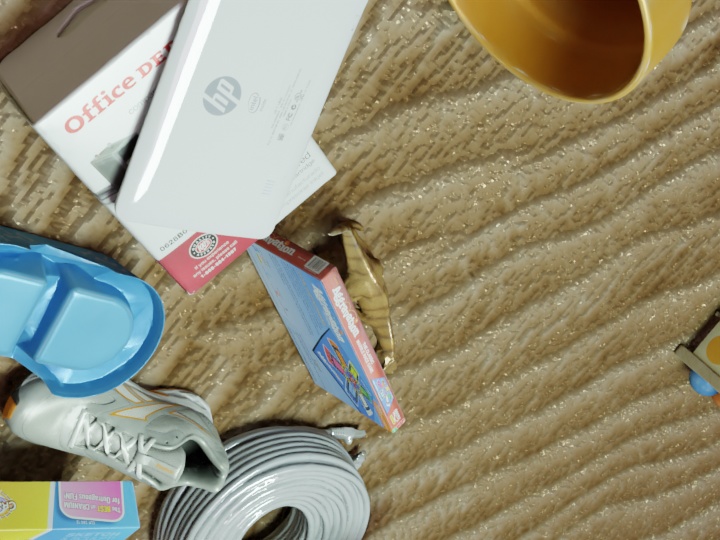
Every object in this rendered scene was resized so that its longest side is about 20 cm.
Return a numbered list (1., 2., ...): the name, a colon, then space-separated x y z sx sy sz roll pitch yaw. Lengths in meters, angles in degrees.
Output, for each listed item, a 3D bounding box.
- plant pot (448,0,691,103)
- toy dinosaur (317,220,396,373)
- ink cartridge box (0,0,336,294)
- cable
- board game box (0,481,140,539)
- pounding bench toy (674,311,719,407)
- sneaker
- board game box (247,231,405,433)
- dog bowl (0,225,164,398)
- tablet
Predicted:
1. plant pot: 0.181 -0.255 0.983 0.183 0.200 0.200 -43 138 -22
2. toy dinosaur: 0.000 0.000 1.092 0.060 0.106 0.200 -31 134 -11
3. ink cartridge box: -0.130 -0.101 0.940 0.147 0.083 0.200 -41 136 -2
4. cable: -0.088 0.232 1.232 0.200 0.069 0.200 11 115 -40
5. board game box: -0.295 0.209 1.043 0.200 0.040 0.153 7 146 -38
6. pounding bench toy: 0.468 0.110 1.493 0.200 0.124 0.156 29 103 -45
7. sneaker: -0.183 0.129 1.071 0.200 0.092 0.076 15 111 -41
8. board game box: -0.029 0.049 1.110 0.019 0.103 0.200 -43 138 -19
9. dog bowl: -0.239 0.027 0.985 0.200 0.050 0.112 17 111 -41
10. tablet: -0.077 -0.115 0.898 0.130 0.014 0.200 7 115 -40
